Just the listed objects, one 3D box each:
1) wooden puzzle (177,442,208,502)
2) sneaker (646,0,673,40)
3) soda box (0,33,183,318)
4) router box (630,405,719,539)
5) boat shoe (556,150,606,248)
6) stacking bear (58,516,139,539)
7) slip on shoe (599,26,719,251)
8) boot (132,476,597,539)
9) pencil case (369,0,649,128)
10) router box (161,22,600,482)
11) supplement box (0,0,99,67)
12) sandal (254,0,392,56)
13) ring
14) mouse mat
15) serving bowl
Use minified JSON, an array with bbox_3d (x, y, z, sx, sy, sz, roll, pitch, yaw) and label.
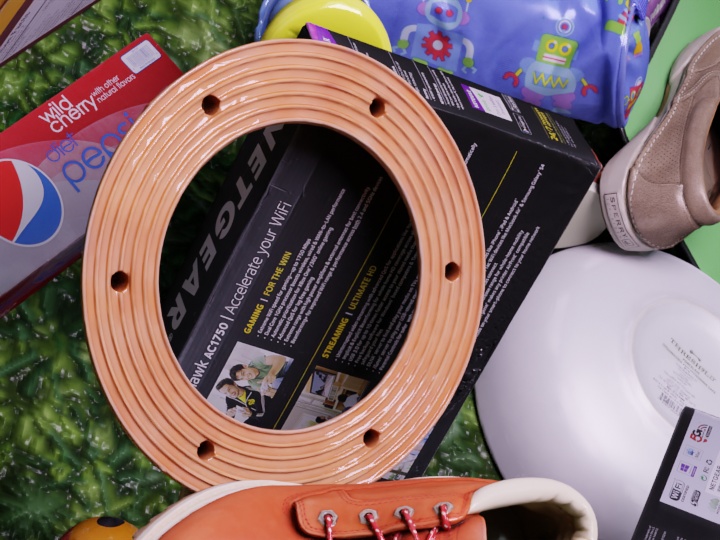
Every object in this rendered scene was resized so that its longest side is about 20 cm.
[{"bbox_3d":[-0.008,0.184,1.025,0.199,0.037,0.186,25,60,-21],"label":"wooden puzzle"},{"bbox_3d":[0.133,-0.165,1.385,0.099,0.075,0.200,16,28,17],"label":"sneaker"},{"bbox_3d":[-0.155,-0.031,1.115,0.063,0.070,0.200,49,48,1],"label":"soda box"},{"bbox_3d":[0.132,0.188,1.114,0.052,0.158,0.200,20,48,10],"label":"router box"},{"bbox_3d":[0.041,-0.060,1.265,0.199,0.071,0.063,8,47,-24],"label":"boat shoe"},{"bbox_3d":[-0.144,0.164,0.983,0.200,0.121,0.115,-23,114,-51],"label":"stacking bear"},{"bbox_3d":[0.197,-0.078,1.314,0.200,0.060,0.076,-44,116,-48],"label":"slip on shoe"},{"bbox_3d":[-0.001,0.116,0.966,0.199,0.107,0.076,-8,87,-30],"label":"boot"},{"bbox_3d":[0.056,-0.134,1.259,0.199,0.087,0.078,12,37,6],"label":"pencil case"},{"bbox_3d":[0.000,0.000,1.116,0.148,0.201,0.051,18,25,-25],"label":"router box"},{"bbox_3d":[-0.187,-0.225,1.169,0.197,0.133,0.200,48,48,0],"label":"supplement box"},{"bbox_3d":[-0.016,-0.066,1.162,0.079,0.201,0.087,-3,39,-8],"label":"sandal"},{"bbox_3d":[-0.032,0.002,1.014,0.199,0.019,0.202,-3,95,-32],"label":"ring"},{"bbox_3d":[0.212,-0.085,1.392,0.161,0.007,0.200,57,43,-27],"label":"mouse mat"},{"bbox_3d":[0.160,0.068,1.271,0.199,0.066,0.201,16,56,-25],"label":"serving bowl"}]
